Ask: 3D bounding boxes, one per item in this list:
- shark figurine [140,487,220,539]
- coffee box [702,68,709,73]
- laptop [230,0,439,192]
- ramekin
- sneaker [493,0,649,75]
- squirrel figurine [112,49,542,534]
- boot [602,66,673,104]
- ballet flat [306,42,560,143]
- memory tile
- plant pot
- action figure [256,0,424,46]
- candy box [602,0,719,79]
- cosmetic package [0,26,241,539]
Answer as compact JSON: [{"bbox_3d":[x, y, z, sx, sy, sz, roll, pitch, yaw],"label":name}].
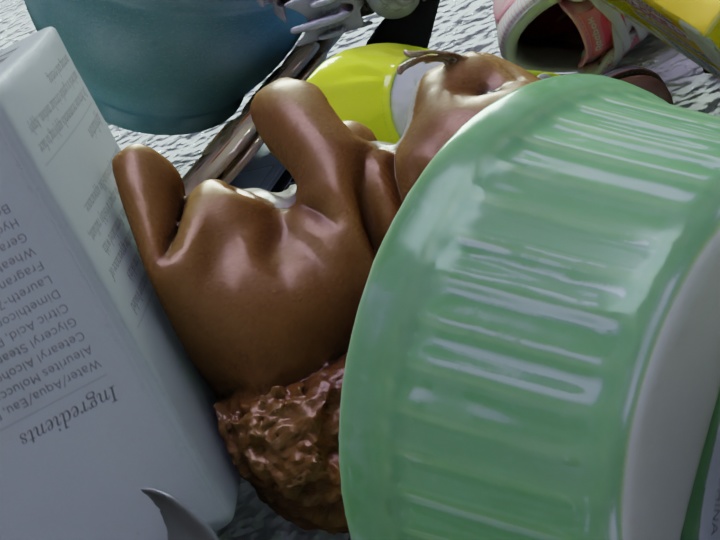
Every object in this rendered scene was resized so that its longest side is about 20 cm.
[{"bbox_3d":[-0.085,0.128,0.732,0.213,0.090,0.128,-10,26,24],"label":"shark figurine"},{"bbox_3d":[0.265,-0.203,1.061,0.200,0.115,0.079,-37,28,-26],"label":"coffee box"},{"bbox_3d":[-0.034,-0.098,1.114,0.198,0.117,0.188,-11,26,26],"label":"laptop"},{"bbox_3d":[0.096,0.043,0.611,0.097,0.201,0.200,13,42,43],"label":"ramekin"},{"bbox_3d":[0.168,-0.165,1.121,0.199,0.076,0.105,-19,25,20],"label":"sneaker"},{"bbox_3d":[0.019,0.004,0.802,0.185,0.142,0.201,-24,56,5],"label":"squirrel figurine"},{"bbox_3d":[0.142,-0.020,0.853,0.187,0.064,0.199,-49,28,-20],"label":"boot"},{"bbox_3d":[0.050,-0.085,0.987,0.067,0.068,0.199,-9,-4,39],"label":"ballet flat"},{"bbox_3d":[-0.079,-0.072,1.138,0.153,0.017,0.200,-43,10,35],"label":"memory tile"},{"bbox_3d":[-0.120,-0.169,1.179,0.198,0.135,0.201,8,39,-6],"label":"plant pot"},{"bbox_3d":[-0.009,-0.180,1.029,0.129,0.070,0.200,-15,28,-13],"label":"action figure"},{"bbox_3d":[0.134,-0.157,1.010,0.026,0.102,0.200,-51,55,3],"label":"candy box"},{"bbox_3d":[-0.163,0.031,0.818,0.164,0.201,0.165,-26,13,7],"label":"cosmetic package"}]
